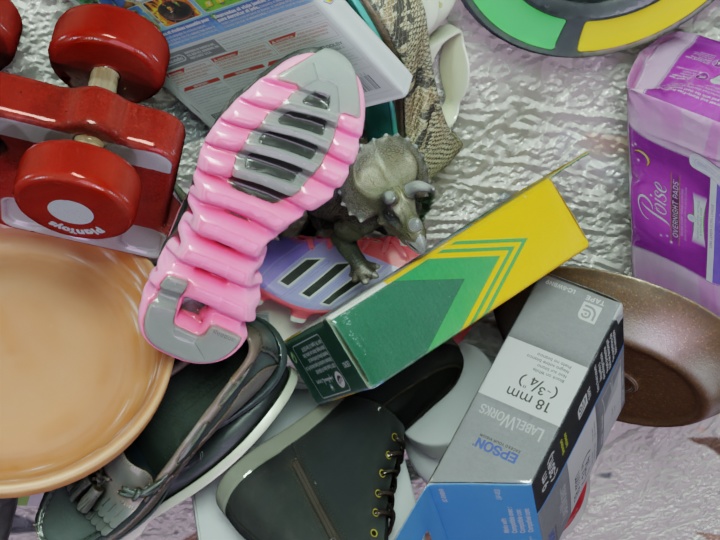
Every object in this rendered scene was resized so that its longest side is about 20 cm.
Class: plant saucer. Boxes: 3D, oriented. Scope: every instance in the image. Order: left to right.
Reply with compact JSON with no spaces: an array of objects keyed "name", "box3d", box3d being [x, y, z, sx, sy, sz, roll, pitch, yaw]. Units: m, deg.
[{"name":"plant saucer","box3d":[-0.211,0.047,0.818,0.197,0.202,0.038,-3,147,-11]},{"name":"plant saucer","box3d":[0.184,0.065,0.979,0.198,0.037,0.201,19,157,8]}]

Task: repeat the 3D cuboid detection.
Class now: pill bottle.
[{"name":"pill bottle","box3d":[0.098,0.133,1.040,0.110,0.112,0.200,-25,142,12]}]

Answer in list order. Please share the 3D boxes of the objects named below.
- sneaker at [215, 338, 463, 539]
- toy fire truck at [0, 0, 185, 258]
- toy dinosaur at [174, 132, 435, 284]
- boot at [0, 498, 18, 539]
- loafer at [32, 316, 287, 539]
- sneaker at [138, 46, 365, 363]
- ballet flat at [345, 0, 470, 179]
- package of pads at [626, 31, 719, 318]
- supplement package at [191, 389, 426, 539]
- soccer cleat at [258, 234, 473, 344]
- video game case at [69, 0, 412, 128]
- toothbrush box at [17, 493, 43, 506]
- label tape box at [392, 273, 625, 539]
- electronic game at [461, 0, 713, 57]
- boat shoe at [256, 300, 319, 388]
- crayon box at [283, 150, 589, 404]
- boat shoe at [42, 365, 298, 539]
[{"name":"sneaker","box3d":[0.012,0.133,0.903,0.199,0.106,0.075,-36,151,-18]},{"name":"toy fire truck","box3d":[-0.195,-0.066,0.768,0.197,0.114,0.168,11,153,-8]},{"name":"toy dinosaur","box3d":[-0.027,-0.055,0.835,0.198,0.077,0.103,21,141,26]},{"name":"boot","box3d":[-0.298,0.153,0.883,0.180,0.073,0.200,18,134,-28]},{"name":"loafer","box3d":[-0.132,0.100,0.842,0.200,0.072,0.063,-44,170,0]},{"name":"sneaker","box3d":[-0.065,-0.047,0.766,0.078,0.096,0.201,28,115,-16]},{"name":"ballet flat","box3d":[0.027,-0.129,0.802,0.075,0.068,0.201,-33,144,-10]},{"name":"package of pads","box3d":[0.236,-0.051,0.886,0.076,0.120,0.201,-47,145,-26]},{"name":"supplement package","box3d":[-0.044,0.170,0.987,0.153,0.202,0.112,-9,138,-7]},{"name":"soccer cleat","box3d":[0.000,0.000,0.930,0.198,0.067,0.077,17,109,-27]},{"name":"video game case","box3d":[-0.083,-0.144,0.728,0.142,0.018,0.200,-8,143,39]},{"name":"toothbrush box","box3d":[-0.272,0.082,0.919,0.197,0.087,0.147,7,133,-20]},{"name":"label tape box","box3d":[0.104,0.125,0.876,0.063,0.201,0.145,21,156,23]},{"name":"electronic game","box3d":[0.142,-0.203,0.760,0.197,0.042,0.201,-7,137,-7]},{"name":"boat shoe","box3d":[-0.074,0.056,0.959,0.198,0.073,0.068,2,157,-31]},{"name":"crayon box","box3d":[0.056,0.008,0.851,0.199,0.052,0.126,-33,180,-18]},{"name":"boat shoe","box3d":[-0.131,0.114,0.905,0.199,0.075,0.066,-38,105,16]}]
